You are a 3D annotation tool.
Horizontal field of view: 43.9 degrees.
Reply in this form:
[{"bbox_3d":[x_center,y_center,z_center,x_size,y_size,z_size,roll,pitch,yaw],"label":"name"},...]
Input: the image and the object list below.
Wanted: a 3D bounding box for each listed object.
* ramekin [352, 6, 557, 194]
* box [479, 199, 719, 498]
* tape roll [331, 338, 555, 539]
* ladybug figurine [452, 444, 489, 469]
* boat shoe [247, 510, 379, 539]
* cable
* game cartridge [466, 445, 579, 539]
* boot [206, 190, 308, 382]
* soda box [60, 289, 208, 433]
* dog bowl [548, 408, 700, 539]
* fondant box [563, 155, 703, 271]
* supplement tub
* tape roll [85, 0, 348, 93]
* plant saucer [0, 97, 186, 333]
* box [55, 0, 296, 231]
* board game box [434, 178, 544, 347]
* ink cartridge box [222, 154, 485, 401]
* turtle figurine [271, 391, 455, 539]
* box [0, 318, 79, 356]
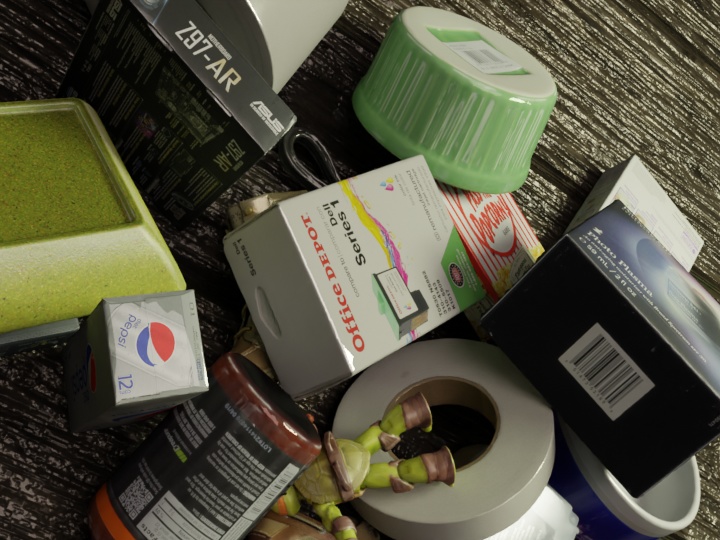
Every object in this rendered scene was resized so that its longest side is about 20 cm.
[{"bbox_3d":[0.098,-0.175,0.886,0.196,0.099,0.202,19,33,-13],"label":"ramekin"},{"bbox_3d":[0.241,0.057,0.813,0.201,0.124,0.197,48,29,10],"label":"box"},{"bbox_3d":[0.071,0.144,0.786,0.203,0.200,0.038,-46,139,-32],"label":"tape roll"},{"bbox_3d":[0.130,0.267,0.845,0.133,0.072,0.205,3,74,-31],"label":"ladybug figurine"},{"bbox_3d":[-0.008,0.250,0.766,0.197,0.075,0.075,25,61,-24],"label":"boat shoe"},{"bbox_3d":[-0.009,-0.052,0.885,0.198,0.050,0.098,33,67,-8],"label":"cable"},{"bbox_3d":[0.108,0.259,0.768,0.133,0.040,0.201,45,56,-16],"label":"game cartridge"},{"bbox_3d":[-0.093,0.020,0.782,0.198,0.072,0.158,-24,89,-36],"label":"boot"},{"bbox_3d":[-0.168,0.071,0.643,0.062,0.199,0.070,-6,78,-27],"label":"soda box"},{"bbox_3d":[0.250,0.175,0.906,0.198,0.079,0.203,28,43,-29],"label":"dog bowl"},{"bbox_3d":[0.309,-0.014,1.049,0.145,0.058,0.201,47,56,-11],"label":"fondant box"},{"bbox_3d":[-0.128,0.166,0.665,0.107,0.107,0.200,44,89,-12],"label":"supplement tub"},{"bbox_3d":[-0.123,-0.249,0.769,0.202,0.202,0.140,43,59,-13],"label":"tape roll"},{"bbox_3d":[-0.242,-0.054,0.627,0.196,0.048,0.202,-12,55,-35],"label":"plant saucer"},{"bbox_3d":[-0.155,-0.130,0.713,0.160,0.199,0.044,47,59,-10],"label":"box"},{"bbox_3d":[0.126,-0.029,0.918,0.202,0.046,0.151,57,34,-5],"label":"board game box"},{"bbox_3d":[0.000,0.000,0.765,0.198,0.083,0.147,-24,89,-47],"label":"ink cartridge box"},{"bbox_3d":[-0.014,0.153,0.720,0.158,0.201,0.065,-21,130,-8],"label":"turtle figurine"},{"bbox_3d":[-0.324,-0.009,0.662,0.197,0.051,0.161,-11,80,-34],"label":"box"}]
